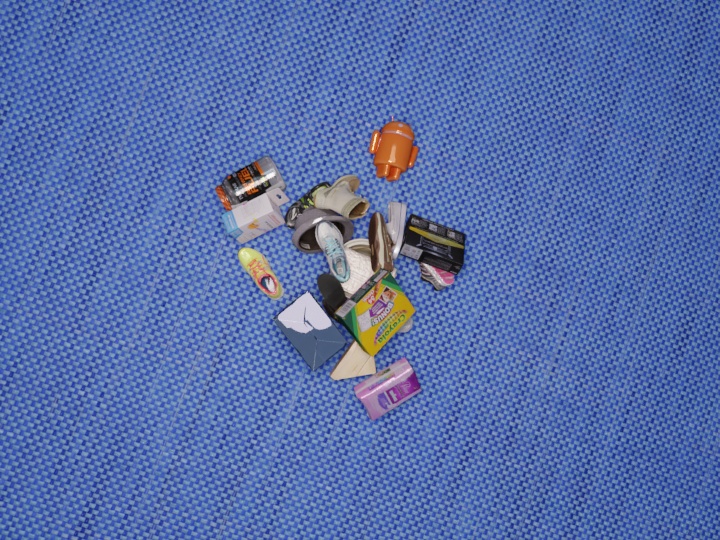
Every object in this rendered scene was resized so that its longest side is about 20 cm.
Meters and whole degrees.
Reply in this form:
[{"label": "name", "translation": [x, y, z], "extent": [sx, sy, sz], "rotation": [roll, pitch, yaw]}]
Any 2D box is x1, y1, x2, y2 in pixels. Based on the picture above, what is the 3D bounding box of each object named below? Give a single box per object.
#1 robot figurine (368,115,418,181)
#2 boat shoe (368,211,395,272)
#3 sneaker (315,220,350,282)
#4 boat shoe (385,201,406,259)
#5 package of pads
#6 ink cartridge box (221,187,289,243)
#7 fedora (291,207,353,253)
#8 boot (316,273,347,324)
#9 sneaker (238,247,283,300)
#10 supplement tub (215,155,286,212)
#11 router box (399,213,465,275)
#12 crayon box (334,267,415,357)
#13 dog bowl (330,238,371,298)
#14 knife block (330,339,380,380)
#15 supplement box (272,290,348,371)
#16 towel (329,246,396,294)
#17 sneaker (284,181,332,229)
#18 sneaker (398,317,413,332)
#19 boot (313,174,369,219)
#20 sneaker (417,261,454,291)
[{"label": "robot figurine", "translation": [0.108, -0.393, 1.722], "extent": [0.143, 0.117, 0.202], "rotation": [14, 87, 15]}, {"label": "boat shoe", "translation": [0.070, -0.084, 1.659], "extent": [0.074, 0.075, 0.204], "rotation": [7, 68, -21]}, {"label": "sneaker", "translation": [-0.073, -0.057, 1.592], "extent": [0.077, 0.086, 0.201], "rotation": [-24, 99, -7]}, {"label": "boat shoe", "translation": [0.104, -0.131, 1.725], "extent": [0.065, 0.074, 0.201], "rotation": [12, 64, -5]}, {"label": "package of pads", "translation": [0.089, 0.378, 1.695], "extent": [0.199, 0.076, 0.121], "rotation": [-30, 124, -5]}, {"label": "ink cartridge box", "translation": [-0.314, -0.169, 1.658], "extent": [0.199, 0.115, 0.068], "rotation": [-26, 72, 5]}, {"label": "fedora", "translation": [-0.128, -0.138, 1.690], "extent": [0.199, 0.177, 0.091], "rotation": [-18, 59, -9]}, {"label": "boot", "translation": [-0.088, 0.099, 1.658], "extent": [0.069, 0.174, 0.201], "rotation": [-38, 100, -18]}, {"label": "sneaker", "translation": [-0.314, 0.005, 1.685], "extent": [0.078, 0.090, 0.200], "rotation": [-41, 90, -3]}, {"label": "supplement tub", "translation": [-0.346, -0.264, 1.676], "extent": [0.199, 0.123, 0.123], "rotation": [-30, 91, -5]}, {"label": "router box", "translation": [0.234, -0.086, 1.710], "extent": [0.199, 0.052, 0.158], "rotation": [20, 44, -4]}, {"label": "crayon box", "translation": [0.047, 0.124, 1.585], "extent": [0.200, 0.058, 0.173], "rotation": [-44, 119, -15]}, {"label": "dog bowl", "translation": [0.000, 0.000, 1.721], "extent": [0.198, 0.074, 0.202], "rotation": [0, 87, -5]}, {"label": "knife block", "translation": [-0.010, 0.249, 1.716], "extent": [0.198, 0.064, 0.177], "rotation": [-9, 88, -5]}, {"label": "supplement box", "translation": [-0.152, 0.180, 1.637], "extent": [0.134, 0.200, 0.200], "rotation": [-37, 91, -5]}, {"label": "towel", "translation": [0.006, 0.018, 1.668], "extent": [0.199, 0.034, 0.133], "rotation": [24, 85, -3]}, {"label": "sneaker", "translation": [-0.170, -0.215, 1.709], "extent": [0.200, 0.083, 0.071], "rotation": [-44, 92, -3]}, {"label": "sneaker", "translation": [0.067, 0.144, 1.696], "extent": [0.199, 0.081, 0.077], "rotation": [18, 110, -23]}, {"label": "boot", "translation": [-0.029, -0.228, 1.664], "extent": [0.154, 0.073, 0.200], "rotation": [24, 42, 31]}, {"label": "sneaker", "translation": [0.218, -0.012, 1.740], "extent": [0.073, 0.088, 0.200], "rotation": [-25, 67, -36]}]
